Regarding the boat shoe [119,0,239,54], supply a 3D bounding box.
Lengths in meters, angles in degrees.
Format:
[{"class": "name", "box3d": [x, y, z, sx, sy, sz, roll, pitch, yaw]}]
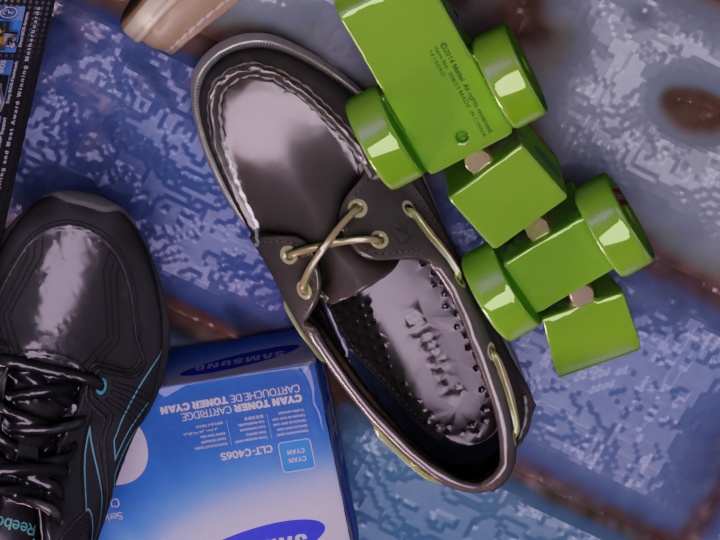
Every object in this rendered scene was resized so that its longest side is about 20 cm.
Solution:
[{"class": "boat shoe", "box3d": [0.000, -0.138, 1.085, 0.200, 0.072, 0.065, -39, 105, 7]}]

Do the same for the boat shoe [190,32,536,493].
[{"class": "boat shoe", "box3d": [0.003, -0.002, 1.138, 0.072, 0.060, 0.202, -31, 107, 10]}]

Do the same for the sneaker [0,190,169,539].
[{"class": "sneaker", "box3d": [-0.117, 0.070, 1.108, 0.075, 0.079, 0.200, 10, 107, -3]}]

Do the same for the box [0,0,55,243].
[{"class": "box", "box3d": [-0.182, -0.091, 1.032, 0.160, 0.044, 0.200, 0, 110, -47]}]

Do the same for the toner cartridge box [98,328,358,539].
[{"class": "toner cartridge box", "box3d": [-0.107, 0.087, 1.178, 0.200, 0.043, 0.095, -10, 110, 4]}]

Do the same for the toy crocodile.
[{"class": "toy crocodile", "box3d": [0.051, -0.039, 1.111, 0.068, 0.062, 0.200, -31, 116, 11]}]
